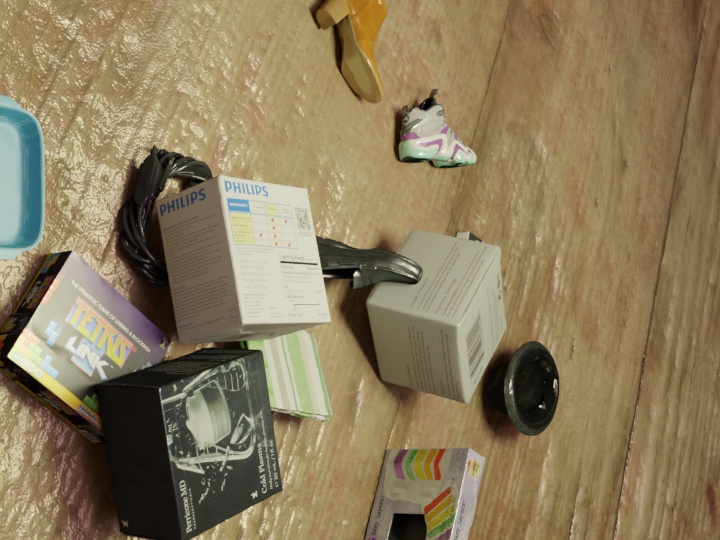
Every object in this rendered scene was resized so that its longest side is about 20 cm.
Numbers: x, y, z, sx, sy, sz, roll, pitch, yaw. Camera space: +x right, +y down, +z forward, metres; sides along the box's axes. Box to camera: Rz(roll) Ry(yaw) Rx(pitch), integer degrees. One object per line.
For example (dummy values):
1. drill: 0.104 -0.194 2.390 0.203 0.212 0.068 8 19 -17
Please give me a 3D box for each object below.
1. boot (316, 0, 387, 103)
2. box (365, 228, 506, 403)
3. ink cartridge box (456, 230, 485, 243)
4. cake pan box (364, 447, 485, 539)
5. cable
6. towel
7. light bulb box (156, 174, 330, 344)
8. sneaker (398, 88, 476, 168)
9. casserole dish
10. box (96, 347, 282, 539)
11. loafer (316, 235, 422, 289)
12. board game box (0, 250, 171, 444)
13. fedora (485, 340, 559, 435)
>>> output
1. boot: 0.013 -0.406 1.907 0.144 0.071 0.202 -49 117 -38
2. box: 0.133 0.076 1.869 0.200 0.171 0.199 -57 149 -38
3. ink cartridge box: 0.208 0.034 2.117 0.095 0.037 0.201 31 64 -44
4. cake pan box: 0.102 0.394 1.820 0.052 0.184 0.201 36 59 -37
5. cable: -0.263 -0.067 1.553 0.163 0.051 0.201 32 58 -49
6. towel: -0.118 0.148 1.661 0.200 0.031 0.150 23 48 -57
7. light bulb box: -0.159 -0.011 1.521 0.198 0.124 0.201 3 73 -56
8. sneaker: 0.147 -0.266 2.048 0.200 0.078 0.141 3 84 -51
9. casserole dish: -0.444 -0.111 1.337 0.121 0.039 0.201 5 81 -50
10. box: -0.218 0.220 1.429 0.196 0.124 0.201 -17 102 -51
11. loafer: 0.000 0.000 1.770 0.068 0.200 0.071 108 -7 -68
12. board game box: -0.353 0.100 1.406 0.200 0.057 0.166 48 52 -36
13. fedora: 0.309 0.232 2.165 0.200 0.091 0.202 9 78 -49
